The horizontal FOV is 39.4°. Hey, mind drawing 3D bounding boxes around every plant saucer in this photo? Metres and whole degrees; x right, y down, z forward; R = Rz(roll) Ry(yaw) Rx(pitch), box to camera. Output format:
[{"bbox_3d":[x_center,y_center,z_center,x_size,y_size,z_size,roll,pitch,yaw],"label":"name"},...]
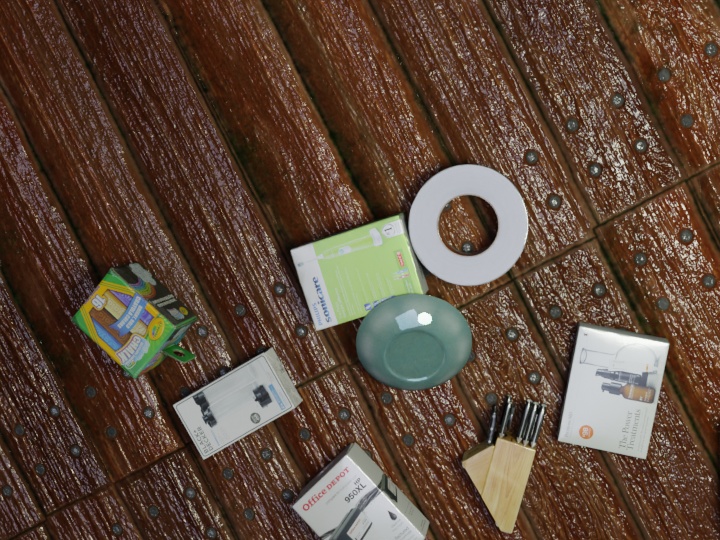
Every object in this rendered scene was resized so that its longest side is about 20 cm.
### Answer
[{"bbox_3d":[0.091,0.134,1.696,0.199,0.039,0.203,0,122,0],"label":"plant saucer"}]

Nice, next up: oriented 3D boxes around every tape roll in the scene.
[{"bbox_3d":[0.182,-0.078,1.688,0.198,0.066,0.203,1,96,10],"label":"tape roll"}]

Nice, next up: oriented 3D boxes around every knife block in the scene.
[{"bbox_3d":[0.271,0.321,1.718,0.175,0.064,0.201,-30,91,12],"label":"knife block"}]

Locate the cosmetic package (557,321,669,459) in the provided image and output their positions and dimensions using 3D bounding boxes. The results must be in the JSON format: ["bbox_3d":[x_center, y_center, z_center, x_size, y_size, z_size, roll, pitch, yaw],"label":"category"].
[{"bbox_3d":[0.422,0.200,1.688,0.149,0.052,0.202,10,98,11],"label":"cosmetic package"}]

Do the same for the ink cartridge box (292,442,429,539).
[{"bbox_3d":[0.000,0.428,1.765,0.145,0.084,0.200,-44,88,11],"label":"ink cartridge box"}]

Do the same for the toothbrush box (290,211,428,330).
[{"bbox_3d":[0.000,0.000,1.716,0.198,0.086,0.147,-18,94,10],"label":"toothbrush box"}]

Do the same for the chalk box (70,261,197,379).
[{"bbox_3d":[-0.380,0.100,1.771,0.200,0.125,0.124,43,101,4],"label":"chalk box"}]

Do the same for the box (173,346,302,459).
[{"bbox_3d":[-0.219,0.237,1.792,0.199,0.060,0.117,-29,91,11],"label":"box"}]
